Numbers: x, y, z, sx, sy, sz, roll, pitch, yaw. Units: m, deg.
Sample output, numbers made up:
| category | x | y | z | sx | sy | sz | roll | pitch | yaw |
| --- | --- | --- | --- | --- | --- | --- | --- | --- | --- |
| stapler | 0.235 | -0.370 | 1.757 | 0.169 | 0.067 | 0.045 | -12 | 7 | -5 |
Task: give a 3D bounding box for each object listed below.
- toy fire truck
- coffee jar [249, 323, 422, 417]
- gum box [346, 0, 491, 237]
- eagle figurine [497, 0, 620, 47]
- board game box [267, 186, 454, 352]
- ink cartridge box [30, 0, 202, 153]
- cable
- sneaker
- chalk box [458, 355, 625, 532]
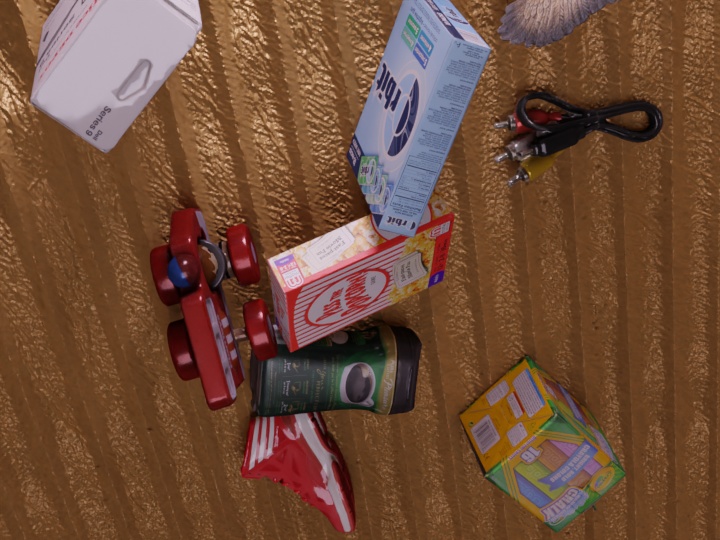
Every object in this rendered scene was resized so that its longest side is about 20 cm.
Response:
| category | x | y | z | sx | sy | sz | roll | pitch | yaw |
| --- | --- | --- | --- | --- | --- | --- | --- | --- | --- |
| toy fire truck | -0.159 | 0.035 | 1.192 | 0.110 | 0.168 | 0.203 | -14 | 93 | 0 |
| coffee jar | -0.028 | 0.116 | 1.337 | 0.197 | 0.085 | 0.106 | 2 | 110 | -14 |
| gum box | 0.052 | -0.163 | 1.145 | 0.044 | 0.171 | 0.202 | 13 | 116 | -20 |
| eagle figurine | 0.220 | -0.320 | 1.122 | 0.197 | 0.153 | 0.152 | -17 | 143 | -9 |
| board game box | 0.000 | 0.000 | 1.237 | 0.198 | 0.047 | 0.152 | -25 | 156 | -12 |
| ink cartridge box | -0.219 | -0.219 | 1.028 | 0.084 | 0.201 | 0.146 | 33 | 108 | -27 |
| cable | 0.240 | -0.167 | 1.278 | 0.198 | 0.050 | 0.098 | -20 | 106 | -16 |
| sneaker | -0.082 | 0.251 | 1.422 | 0.114 | 0.079 | 0.202 | -17 | 110 | 7 |
| chalk box | 0.243 | 0.232 | 1.449 | 0.124 | 0.125 | 0.199 | -43 | 121 | 13 |
